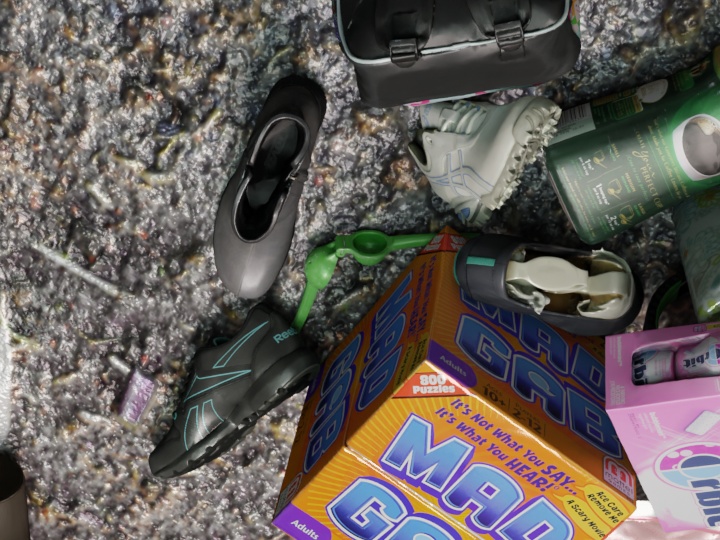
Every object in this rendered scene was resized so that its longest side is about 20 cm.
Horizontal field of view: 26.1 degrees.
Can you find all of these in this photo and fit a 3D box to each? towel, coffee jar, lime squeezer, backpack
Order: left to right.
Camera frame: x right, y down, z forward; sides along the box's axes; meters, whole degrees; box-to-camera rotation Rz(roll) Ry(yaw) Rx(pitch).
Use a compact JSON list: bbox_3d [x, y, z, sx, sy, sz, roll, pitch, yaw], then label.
[{"bbox_3d":[0.000,0.000,1.290,0.199,0.038,0.071,-29,108,16],"label":"lime squeezer"},{"bbox_3d":[0.068,-0.223,1.114,0.176,0.151,0.202,-9,73,10],"label":"backpack"},{"bbox_3d":[0.243,-0.103,1.191,0.199,0.086,0.105,-21,113,16],"label":"coffee jar"},{"bbox_3d":[0.337,-0.036,1.164,0.198,0.172,0.048,-19,114,14],"label":"towel"}]

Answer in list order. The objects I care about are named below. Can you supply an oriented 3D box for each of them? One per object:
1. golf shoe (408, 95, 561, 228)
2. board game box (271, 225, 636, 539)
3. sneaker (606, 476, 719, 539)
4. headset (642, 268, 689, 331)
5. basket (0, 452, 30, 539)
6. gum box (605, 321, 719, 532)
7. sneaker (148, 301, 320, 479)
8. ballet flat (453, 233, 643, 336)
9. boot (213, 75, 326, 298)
[{"bbox_3d":[0.083,-0.095,1.167,0.097,0.200,0.078,39,71,0],"label":"golf shoe"},{"bbox_3d":[0.078,0.133,1.237,0.199,0.201,0.200,35,119,-12],"label":"board game box"},{"bbox_3d":[0.265,0.233,1.342,0.198,0.075,0.106,2,110,14],"label":"sneaker"},{"bbox_3d":[0.319,0.028,1.225,0.199,0.124,0.094,-23,146,-15],"label":"headset"},{"bbox_3d":[-0.368,0.272,1.402,0.178,0.136,0.202,8,111,-2],"label":"basket"},{"bbox_3d":[0.257,0.115,1.154,0.112,0.067,0.200,-10,141,20],"label":"gum box"},{"bbox_3d":[-0.119,0.107,1.344,0.200,0.075,0.080,-41,78,25],"label":"sneaker"},{"bbox_3d":[0.164,0.012,1.211,0.199,0.073,0.073,11,119,-34],"label":"ballet flat"},{"bbox_3d":[-0.083,-0.049,1.225,0.069,0.132,0.202,14,114,-1],"label":"boot"}]
